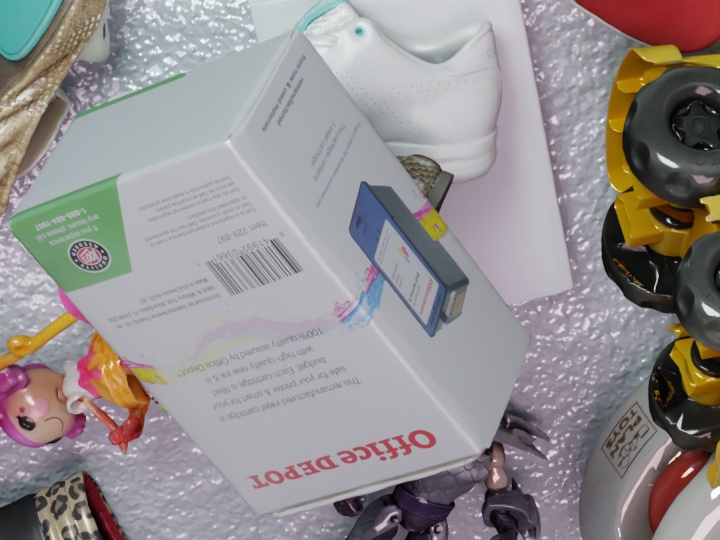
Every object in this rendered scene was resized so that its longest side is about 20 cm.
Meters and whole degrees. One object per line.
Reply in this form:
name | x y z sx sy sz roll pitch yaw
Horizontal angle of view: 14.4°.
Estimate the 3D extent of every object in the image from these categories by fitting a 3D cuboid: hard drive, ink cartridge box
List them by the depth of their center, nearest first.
ink cartridge box | -0.039 0.007 1.296 0.145 0.088 0.200 -18 120 37
hard drive | 0.028 -0.065 1.441 0.131 0.027 0.201 -13 121 1

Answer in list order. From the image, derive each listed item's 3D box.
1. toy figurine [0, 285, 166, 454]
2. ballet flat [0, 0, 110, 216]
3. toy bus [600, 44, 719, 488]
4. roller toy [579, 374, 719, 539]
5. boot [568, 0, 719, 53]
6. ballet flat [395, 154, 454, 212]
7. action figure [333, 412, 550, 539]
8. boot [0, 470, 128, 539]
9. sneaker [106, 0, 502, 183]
toy figurine | -0.147 0.045 1.450 0.183 0.151 0.200 -23 146 23
ballet flat | -0.162 -0.103 1.385 0.065 0.071 0.200 9 126 -43
toy bus | 0.225 -0.013 1.392 0.191 0.201 0.136 -8 151 -9
roller toy | 0.214 0.132 1.513 0.181 0.140 0.201 -16 119 -9
boot | 0.111 -0.148 1.333 0.200 0.145 0.072 38 108 -26
ballet flat | 0.000 0.000 1.393 0.046 0.068 0.200 26 151 1
action figure | 0.028 0.137 1.537 0.130 0.069 0.201 22 113 -13
boot | -0.181 0.214 1.541 0.150 0.073 0.201 -23 99 4
sneaker | -0.029 -0.092 1.369 0.199 0.075 0.089 -2 115 -16
